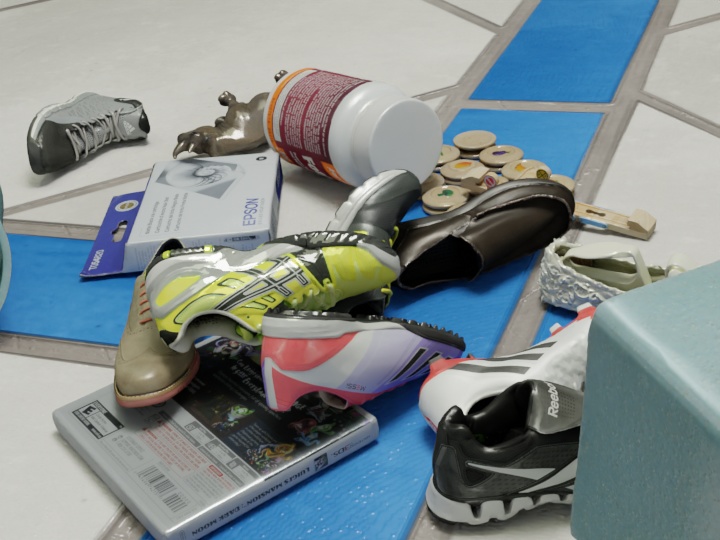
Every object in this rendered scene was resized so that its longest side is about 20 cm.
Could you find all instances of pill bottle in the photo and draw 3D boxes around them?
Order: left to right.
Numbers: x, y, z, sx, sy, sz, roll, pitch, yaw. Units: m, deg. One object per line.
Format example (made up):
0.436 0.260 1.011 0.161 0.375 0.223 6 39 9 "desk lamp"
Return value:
-0.009 -0.152 1.221 0.114 0.114 0.200 -24 28 -28 "pill bottle"

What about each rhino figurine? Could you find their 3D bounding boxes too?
-0.142 -0.178 1.368 0.200 0.060 0.087 -29 46 -27 "rhino figurine"

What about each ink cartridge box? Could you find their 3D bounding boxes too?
-0.186 -0.064 1.195 0.200 0.041 0.200 -7 29 2 "ink cartridge box"

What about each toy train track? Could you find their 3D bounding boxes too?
0.192 -0.075 1.110 0.200 0.033 0.115 19 41 27 "toy train track"

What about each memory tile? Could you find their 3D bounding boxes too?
0.121 -0.099 1.211 0.153 0.017 0.200 -19 31 -20 "memory tile"

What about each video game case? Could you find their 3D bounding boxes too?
-0.116 0.119 0.872 0.182 0.023 0.200 -25 33 -28 "video game case"

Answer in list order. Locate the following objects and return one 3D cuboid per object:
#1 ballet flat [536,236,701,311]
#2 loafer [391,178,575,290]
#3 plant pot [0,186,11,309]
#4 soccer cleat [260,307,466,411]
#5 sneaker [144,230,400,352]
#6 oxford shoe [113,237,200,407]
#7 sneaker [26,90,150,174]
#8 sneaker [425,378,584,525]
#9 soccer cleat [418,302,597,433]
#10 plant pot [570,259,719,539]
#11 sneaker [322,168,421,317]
0.238 0.013 0.934 0.200 0.072 0.072 11 34 28 "ballet flat"
0.108 -0.021 1.030 0.200 0.073 0.071 -20 34 -3 "loafer"
-0.424 -0.040 1.072 0.200 0.201 0.196 -11 22 -6 "plant pot"
0.003 0.070 0.864 0.068 0.073 0.200 4 -2 44 "soccer cleat"
-0.066 0.021 0.884 0.200 0.075 0.077 -9 62 -1 "sneaker"
-0.170 0.040 0.928 0.070 0.075 0.200 -9 26 2 "oxford shoe"
-0.324 -0.177 1.399 0.115 0.075 0.200 2 29 12 "sneaker"
0.139 0.111 0.754 0.200 0.091 0.067 -9 30 -3 "sneaker"
0.142 0.083 0.838 0.200 0.069 0.085 -15 39 -7 "soccer cleat"
0.258 0.119 0.622 0.196 0.196 0.200 -18 39 -18 "plant pot"
0.000 0.000 0.976 0.085 0.075 0.200 34 71 14 "sneaker"
